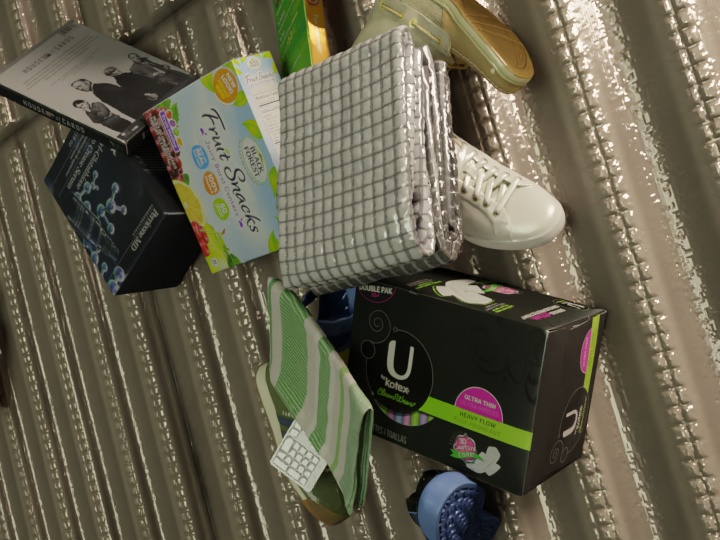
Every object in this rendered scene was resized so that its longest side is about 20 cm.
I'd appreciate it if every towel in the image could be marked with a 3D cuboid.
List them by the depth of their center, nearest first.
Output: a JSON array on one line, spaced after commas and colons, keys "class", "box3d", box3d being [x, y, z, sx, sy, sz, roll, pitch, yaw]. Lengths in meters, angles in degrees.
[{"class": "towel", "box3d": [0.004, -0.089, 0.755, 0.165, 0.085, 0.202, -13, 74, 41]}, {"class": "towel", "box3d": [-0.045, 0.116, 0.835, 0.200, 0.023, 0.154, 53, 149, 42]}]

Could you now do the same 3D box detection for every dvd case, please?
[{"class": "dvd case", "box3d": [-0.315, -0.224, 1.032, 0.199, 0.151, 0.025, 25, 140, 14]}]

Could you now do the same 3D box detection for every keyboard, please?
[{"class": "keyboard", "box3d": [-0.025, 0.134, 0.915, 0.056, 0.011, 0.201, 31, 92, 13]}]

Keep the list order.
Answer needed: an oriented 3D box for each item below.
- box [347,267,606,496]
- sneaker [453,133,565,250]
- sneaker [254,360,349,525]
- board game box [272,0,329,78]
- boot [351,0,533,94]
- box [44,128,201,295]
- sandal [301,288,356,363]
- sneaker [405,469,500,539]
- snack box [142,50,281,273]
[{"class": "box", "box3d": [0.101, 0.090, 0.793, 0.199, 0.124, 0.150, 15, 105, 37]}, {"class": "sneaker", "box3d": [0.090, -0.082, 0.788, 0.199, 0.085, 0.073, 25, 73, 28]}, {"class": "sneaker", "box3d": [-0.048, 0.174, 0.952, 0.090, 0.067, 0.202, -41, 68, 39]}, {"class": "board game box", "box3d": [-0.065, -0.258, 0.915, 0.095, 0.030, 0.202, 175, 84, -67]}, {"class": "boot", "box3d": [0.061, -0.189, 0.821, 0.200, 0.072, 0.155, 51, 122, 30]}, {"class": "box", "box3d": [-0.284, -0.095, 1.080, 0.201, 0.107, 0.149, 52, 122, 20]}, {"class": "sandal", "box3d": [0.000, 0.000, 0.870, 0.079, 0.087, 0.202, 27, 95, 35]}, {"class": "sneaker", "box3d": [0.073, 0.219, 0.797, 0.078, 0.200, 0.070, 29, 75, 28]}, {"class": "snack box", "box3d": [-0.134, -0.115, 0.956, 0.168, 0.068, 0.202, -15, 101, 41]}]
